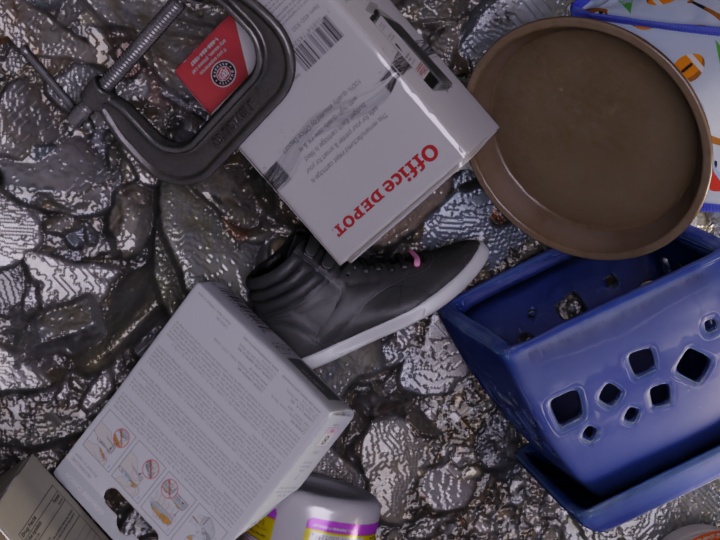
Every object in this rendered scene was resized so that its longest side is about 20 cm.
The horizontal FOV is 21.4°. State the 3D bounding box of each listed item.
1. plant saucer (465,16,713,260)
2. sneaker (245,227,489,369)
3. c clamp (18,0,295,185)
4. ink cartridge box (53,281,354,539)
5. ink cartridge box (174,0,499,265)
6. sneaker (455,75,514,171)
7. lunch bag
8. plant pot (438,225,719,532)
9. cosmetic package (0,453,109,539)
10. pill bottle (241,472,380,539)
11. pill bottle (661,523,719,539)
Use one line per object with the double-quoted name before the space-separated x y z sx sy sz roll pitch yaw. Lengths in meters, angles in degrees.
"plant saucer" 0.171 -0.101 1.432 0.200 0.029 0.200 16 126 22
"sneaker" 0.000 0.000 1.515 0.200 0.071 0.099 -27 105 -2
"c clamp" -0.148 -0.153 1.432 0.200 0.027 0.171 -36 92 31
"ink cartridge box" -0.123 0.133 1.488 0.163 0.057 0.200 43 106 24
"ink cartridge box" -0.017 -0.128 1.446 0.147 0.083 0.200 -40 90 30
"sneaker" 0.078 -0.107 1.524 0.200 0.078 0.099 23 102 -6
"lunch bag" 0.270 -0.139 1.453 0.200 0.124 0.170 11 130 24
"plant pot" 0.200 0.081 1.499 0.200 0.200 0.180 -24 105 -7
"cosmetic package" -0.230 0.253 1.482 0.071 0.105 0.200 -35 100 22
"pill bottle" -0.054 0.266 1.520 0.104 0.104 0.200 13 94 -11
"pill bottle" 0.304 0.273 1.532 0.114 0.200 0.114 -1 97 -10
